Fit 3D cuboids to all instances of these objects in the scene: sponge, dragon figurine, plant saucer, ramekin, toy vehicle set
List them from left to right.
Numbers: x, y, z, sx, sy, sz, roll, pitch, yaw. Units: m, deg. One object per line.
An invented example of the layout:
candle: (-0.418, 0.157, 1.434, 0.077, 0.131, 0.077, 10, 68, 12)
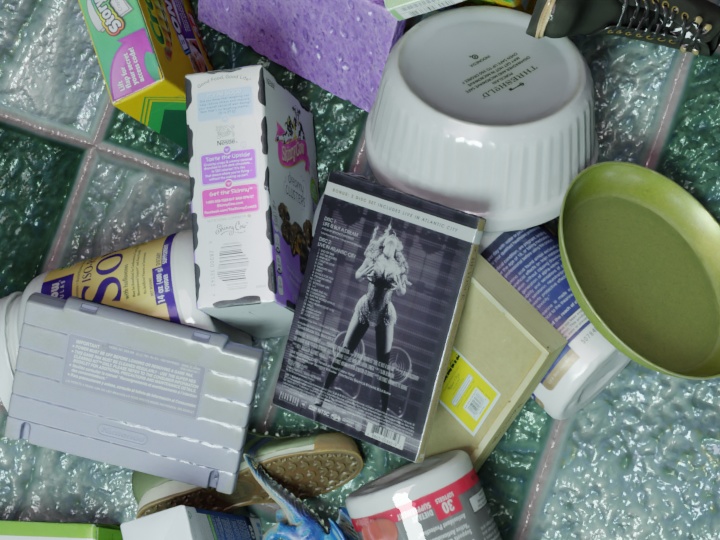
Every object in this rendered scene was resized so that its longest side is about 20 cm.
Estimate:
sponge: (-0.054, -0.228, 1.683, 0.199, 0.112, 0.030, 29, 46, 17)
dragon figurine: (-0.026, 0.228, 1.594, 0.099, 0.059, 0.201, -15, 101, 21)
toy vehicle set: (0.078, 0.083, 1.567, 0.124, 0.026, 0.200, 46, 134, 17)
ramekin: (0.103, -0.134, 1.576, 0.201, 0.095, 0.203, 2, 45, -2)
plant saucer: (0.234, 0.005, 1.541, 0.031, 0.199, 0.201, -44, 68, 44)

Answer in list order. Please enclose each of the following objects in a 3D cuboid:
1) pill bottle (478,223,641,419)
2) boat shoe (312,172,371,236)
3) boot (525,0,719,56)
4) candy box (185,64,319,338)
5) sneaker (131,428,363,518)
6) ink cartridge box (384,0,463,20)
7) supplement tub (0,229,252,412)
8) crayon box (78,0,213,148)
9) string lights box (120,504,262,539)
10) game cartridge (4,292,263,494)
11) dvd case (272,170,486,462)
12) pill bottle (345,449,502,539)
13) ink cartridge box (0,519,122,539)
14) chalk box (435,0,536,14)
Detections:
pill bottle: (0.133, 0.018, 1.584, 0.111, 0.111, 0.200, -45, 73, 3)
boat shoe: (-0.002, -0.001, 1.616, 0.073, 0.068, 0.201, 22, 59, -20)
boot: (0.229, -0.211, 1.561, 0.138, 0.200, 0.078, 31, 124, 15)
candy box: (-0.087, -0.055, 1.625, 0.071, 0.168, 0.202, -7, 79, 13)
sneaker: (-0.104, 0.157, 1.644, 0.199, 0.067, 0.090, -15, 47, -4)
ink cartridge box: (0.071, -0.322, 1.566, 0.144, 0.048, 0.202, -16, 80, 14)
supplement tub: (-0.208, 0.057, 1.649, 0.199, 0.145, 0.147, -16, 77, 11)
crayon box: (-0.193, -0.225, 1.681, 0.058, 0.173, 0.201, -23, 76, 10)
string lights box: (-0.125, 0.254, 1.564, 0.059, 0.200, 0.104, -17, 76, 10)
game cartridge: (-0.186, 0.099, 1.566, 0.198, 0.038, 0.131, 14, 104, 3)
dvd case: (0.013, 0.035, 1.533, 0.148, 0.016, 0.202, 19, 99, 32)
pill bottle: (0.072, 0.257, 1.549, 0.110, 0.111, 0.201, -22, 91, 10)
ink cartridge box: (-0.291, 0.320, 1.663, 0.147, 0.076, 0.202, 0, 82, 14)
chalk box: (0.063, -0.300, 1.653, 0.199, 0.124, 0.126, 16, 86, 18)
